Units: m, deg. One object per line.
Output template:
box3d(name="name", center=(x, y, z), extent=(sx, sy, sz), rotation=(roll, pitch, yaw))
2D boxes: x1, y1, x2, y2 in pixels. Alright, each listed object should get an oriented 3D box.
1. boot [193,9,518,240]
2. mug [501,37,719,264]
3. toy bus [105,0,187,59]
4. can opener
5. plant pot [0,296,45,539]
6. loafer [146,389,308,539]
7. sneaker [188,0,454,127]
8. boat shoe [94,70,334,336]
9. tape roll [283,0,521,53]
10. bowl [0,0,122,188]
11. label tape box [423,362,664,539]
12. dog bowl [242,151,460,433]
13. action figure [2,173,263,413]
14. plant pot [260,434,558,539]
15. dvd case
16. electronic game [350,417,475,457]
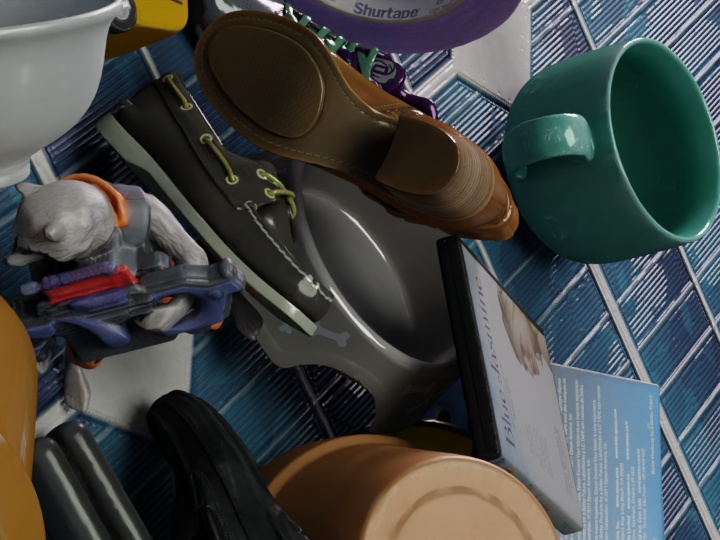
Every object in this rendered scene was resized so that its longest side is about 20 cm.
box3d(name="boot", center=(0.000, -0.077, 1.556), extent=(0.074, 0.200, 0.155), rotation=(-56, 159, 1))
box3d(name="mug", center=(0.165, -0.090, 1.863), extent=(0.185, 0.114, 0.152), rotation=(43, 47, -36))
box3d(name="toy bus", center=(-0.185, -0.174, 1.461), extent=(0.200, 0.065, 0.079), rotation=(18, 63, -49))
box3d(name="can opener", center=(-0.136, 0.183, 1.423), extent=(0.053, 0.067, 0.200), rotation=(-28, 88, -51))
box3d(name="plant pot", center=(-0.234, 0.091, 1.215), extent=(0.200, 0.200, 0.183), rotation=(57, 23, -24))
box3d(name="loafer", center=(-0.079, 0.142, 1.436), extent=(0.201, 0.070, 0.068), rotation=(52, -15, 42))
box3d(name="sneaker", center=(-0.024, -0.139, 1.648), extent=(0.200, 0.087, 0.075), rotation=(40, 48, -39))
box3d(name="boat shoe", center=(-0.074, -0.042, 1.469), extent=(0.201, 0.061, 0.072), rotation=(45, -4, 33))
box3d(name="tape roll", center=(0.016, -0.232, 1.640), extent=(0.200, 0.200, 0.085), rotation=(42, 48, -37))
box3d(name="bowl", center=(-0.216, -0.089, 1.301), extent=(0.201, 0.201, 0.091), rotation=(-23, 114, -54))
box3d(name="label tape box", center=(0.106, 0.135, 1.734), extent=(0.199, 0.066, 0.144), rotation=(11, 67, -26))
box3d(name="dog bowl", center=(0.000, 0.000, 1.612), extent=(0.200, 0.059, 0.200), rotation=(36, 36, -31))
box3d(name="action figure", center=(-0.154, 0.008, 1.376), extent=(0.194, 0.199, 0.105), rotation=(70, 10, -64))
box3d(name="plant pot", center=(0.026, 0.185, 1.499), extent=(0.200, 0.140, 0.201), rotation=(8, 72, -26))
box3d(name="dvd case", center=(0.095, 0.074, 1.611), extent=(0.200, 0.017, 0.143), rotation=(43, 34, -63))
box3d(name="electronic game", center=(0.044, 0.190, 1.613), extent=(0.199, 0.042, 0.201), rotation=(11, 67, -28))
